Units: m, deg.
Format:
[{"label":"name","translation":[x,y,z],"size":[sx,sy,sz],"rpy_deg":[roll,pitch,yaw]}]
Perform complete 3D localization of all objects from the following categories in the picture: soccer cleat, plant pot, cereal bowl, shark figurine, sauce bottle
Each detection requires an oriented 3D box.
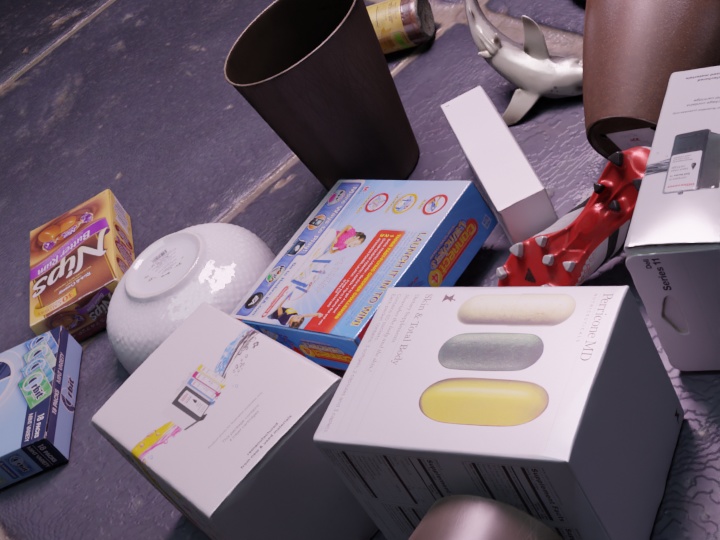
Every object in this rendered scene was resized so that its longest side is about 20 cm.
[{"label":"soccer cleat","translation":[0.197,-0.026,0.996],"size":[0.200,0.085,0.069],"rpy_deg":[-50,55,30]},{"label":"plant pot","translation":[0.282,-0.199,1.072],"size":[0.187,0.187,0.200],"rpy_deg":[4,65,39]},{"label":"cereal bowl","translation":[-0.186,0.021,1.224],"size":[0.200,0.083,0.200],"rpy_deg":[-20,40,18]},{"label":"shark figurine","translation":[0.167,-0.246,1.252],"size":[0.128,0.214,0.089],"rpy_deg":[-48,-13,28]},{"label":"sauce bottle","translation":[-0.006,-0.294,1.461],"size":[0.200,0.065,0.065],"rpy_deg":[-11,42,29]}]

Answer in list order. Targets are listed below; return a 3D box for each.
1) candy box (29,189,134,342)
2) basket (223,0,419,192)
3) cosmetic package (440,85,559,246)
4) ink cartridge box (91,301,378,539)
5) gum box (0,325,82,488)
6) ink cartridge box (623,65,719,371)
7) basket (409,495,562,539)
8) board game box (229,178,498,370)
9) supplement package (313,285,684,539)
[{"label":"candy box","translation":[-0.329,-0.003,1.377],"size":[0.117,0.056,0.200],"rpy_deg":[-28,38,5]},{"label":"basket","translation":[-0.027,-0.181,1.235],"size":[0.136,0.200,0.180],"rpy_deg":[10,55,41]},{"label":"cosmetic package","translation":[0.137,-0.092,1.115],"size":[0.051,0.083,0.200],"rpy_deg":[-28,38,7]},{"label":"ink cartridge box","translation":[-0.091,0.148,0.957],"size":[0.145,0.147,0.200],"rpy_deg":[-46,39,-17]},{"label":"gum box","translation":[-0.401,0.166,1.249],"size":[0.200,0.045,0.170],"rpy_deg":[-25,37,12]},{"label":"ink cartridge box","translation":[0.280,-0.041,0.901],"size":[0.083,0.147,0.200],"rpy_deg":[-3,47,33]},{"label":"basket","translation":[0.056,0.256,0.735],"size":[0.180,0.136,0.200],"rpy_deg":[3,46,38]},{"label":"board game box","translation":[0.000,0.000,1.113],"size":[0.196,0.056,0.200],"rpy_deg":[7,52,50]},{"label":"supplement package","translation":[0.105,0.114,0.848],"size":[0.200,0.151,0.152],"rpy_deg":[-1,47,35]}]
